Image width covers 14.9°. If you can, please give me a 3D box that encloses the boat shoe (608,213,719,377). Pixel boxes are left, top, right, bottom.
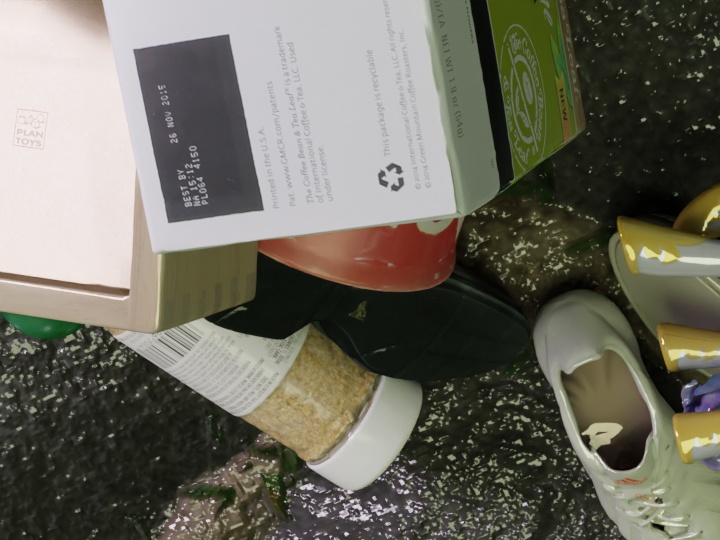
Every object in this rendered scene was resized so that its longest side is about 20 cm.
[{"bbox_3d":[0.205,0.030,1.400,0.200,0.057,0.067,42,146,-17],"label":"boat shoe"}]

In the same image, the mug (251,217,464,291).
[{"bbox_3d":[-0.005,-0.114,1.271,0.177,0.133,0.200,17,113,-12],"label":"mug"}]

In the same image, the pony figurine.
[{"bbox_3d":[0.240,0.027,1.298,0.200,0.167,0.193,-14,101,11],"label":"pony figurine"}]

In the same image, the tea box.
[{"bbox_3d":[-0.008,-0.127,1.108,0.134,0.197,0.200,-7,101,20],"label":"tea box"}]

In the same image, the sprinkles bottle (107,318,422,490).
[{"bbox_3d":[-0.065,0.032,1.381,0.200,0.068,0.068,34,112,-18],"label":"sprinkles bottle"}]

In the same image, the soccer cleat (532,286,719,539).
[{"bbox_3d":[0.144,0.098,1.413,0.069,0.078,0.200,-26,117,13],"label":"soccer cleat"}]

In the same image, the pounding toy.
[{"bbox_3d":[-0.139,-0.048,1.252,0.184,0.142,0.200,8,101,22],"label":"pounding toy"}]

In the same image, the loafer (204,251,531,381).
[{"bbox_3d":[0.000,0.000,1.363,0.200,0.072,0.073,20,126,-36],"label":"loafer"}]
